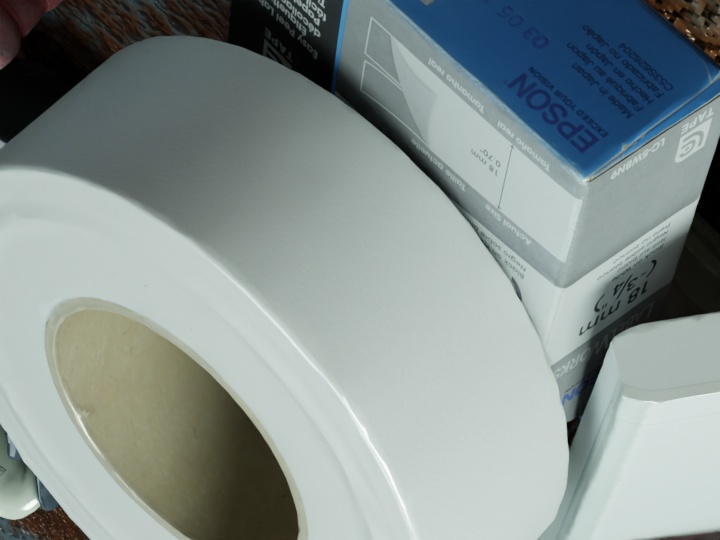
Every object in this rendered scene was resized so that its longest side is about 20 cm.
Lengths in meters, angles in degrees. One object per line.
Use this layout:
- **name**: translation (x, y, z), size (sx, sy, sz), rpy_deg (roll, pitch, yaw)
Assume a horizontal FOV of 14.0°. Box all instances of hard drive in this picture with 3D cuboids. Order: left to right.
- **hard drive**: translation (0.130, 0.053, 0.916), size (0.200, 0.131, 0.026), rpy_deg (97, 163, -68)

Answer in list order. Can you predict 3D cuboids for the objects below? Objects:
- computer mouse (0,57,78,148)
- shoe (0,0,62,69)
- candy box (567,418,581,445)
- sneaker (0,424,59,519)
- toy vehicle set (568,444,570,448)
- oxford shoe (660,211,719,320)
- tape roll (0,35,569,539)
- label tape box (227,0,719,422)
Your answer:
- **computer mouse**: translation (-0.133, -0.049, 1.279), size (0.138, 0.053, 0.200), rpy_deg (27, 170, 17)
- **shoe**: translation (-0.177, -0.152, 1.034), size (0.199, 0.091, 0.072), rpy_deg (33, 162, 15)
- **candy box**: translation (0.103, 0.098, 1.166), size (0.199, 0.055, 0.116), rpy_deg (31, 163, 23)
- **sneaker**: translation (-0.140, 0.052, 1.274), size (0.079, 0.130, 0.199), rpy_deg (28, 171, 8)
- **toy vehicle set**: translation (-0.034, 0.039, 1.016), size (0.200, 0.027, 0.124), rpy_deg (43, 127, -18)
- **oxford shoe**: translation (0.069, -0.010, 0.967), size (0.200, 0.058, 0.075), rpy_deg (43, 164, -9)
- **tape roll**: translation (-0.036, 0.030, 0.890), size (0.202, 0.071, 0.203), rpy_deg (33, 148, 24)
- **label tape box**: translation (0.026, -0.026, 0.893), size (0.144, 0.063, 0.201), rpy_deg (44, 151, 22)
